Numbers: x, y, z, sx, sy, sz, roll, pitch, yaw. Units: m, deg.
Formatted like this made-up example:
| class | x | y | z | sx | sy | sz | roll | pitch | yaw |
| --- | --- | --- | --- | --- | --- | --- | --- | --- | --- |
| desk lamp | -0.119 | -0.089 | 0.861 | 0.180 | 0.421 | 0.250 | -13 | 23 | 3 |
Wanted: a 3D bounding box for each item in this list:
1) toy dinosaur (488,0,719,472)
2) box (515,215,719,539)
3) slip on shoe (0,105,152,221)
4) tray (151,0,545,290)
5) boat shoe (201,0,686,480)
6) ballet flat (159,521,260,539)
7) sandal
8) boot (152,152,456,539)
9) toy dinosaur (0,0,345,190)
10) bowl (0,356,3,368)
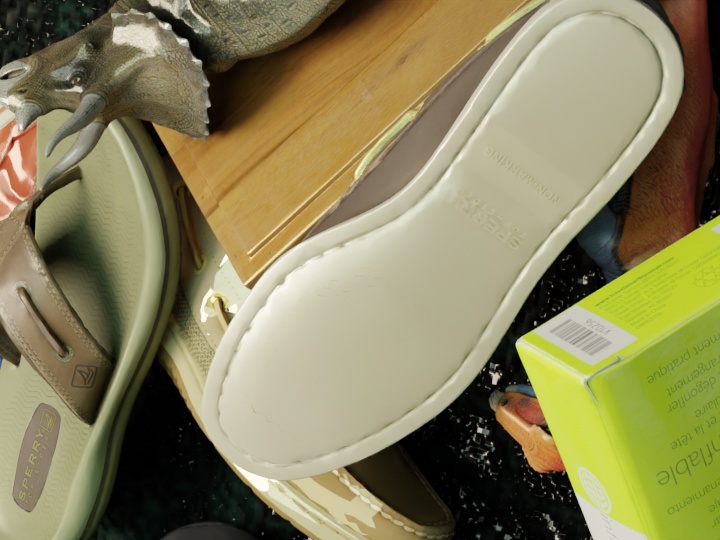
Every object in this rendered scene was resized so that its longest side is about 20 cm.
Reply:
| class | x | y | z | sx | sy | sz | roll | pitch | yaw |
| --- | --- | --- | --- | --- | --- | --- | --- | --- | --- |
| toy dinosaur | 0.083 | -0.029 | 0.703 | 0.200 | 0.105 | 0.182 | 118 | 149 | -42 |
| box | 0.139 | 0.079 | 0.671 | 0.122 | 0.048 | 0.200 | -30 | 117 | -16 |
| slip on shoe | -0.113 | -0.055 | 0.847 | 0.200 | 0.074 | 0.061 | -32 | 92 | 22 |
| tray | 0.021 | -0.087 | 0.725 | 0.200 | 0.037 | 0.099 | -42 | 52 | 13 |
| boat shoe | 0.026 | -0.013 | 0.675 | 0.072 | 0.060 | 0.200 | 39 | 108 | -7 |
| ballet flat | -0.013 | 0.169 | 0.794 | 0.200 | 0.073 | 0.073 | 38 | 103 | 20 |
| sandal | -0.118 | 0.024 | 0.790 | 0.080 | 0.057 | 0.201 | 28 | 112 | 41 |
| boot | 0.000 | 0.000 | 0.790 | 0.155 | 0.073 | 0.200 | -48 | 62 | 16 |
| toy dinosaur | -0.033 | -0.111 | 0.717 | 0.200 | 0.077 | 0.102 | -31 | 63 | 16 |
| bowl | -0.221 | 0.098 | 0.903 | 0.200 | 0.039 | 0.201 | 0 | 89 | 24 |
